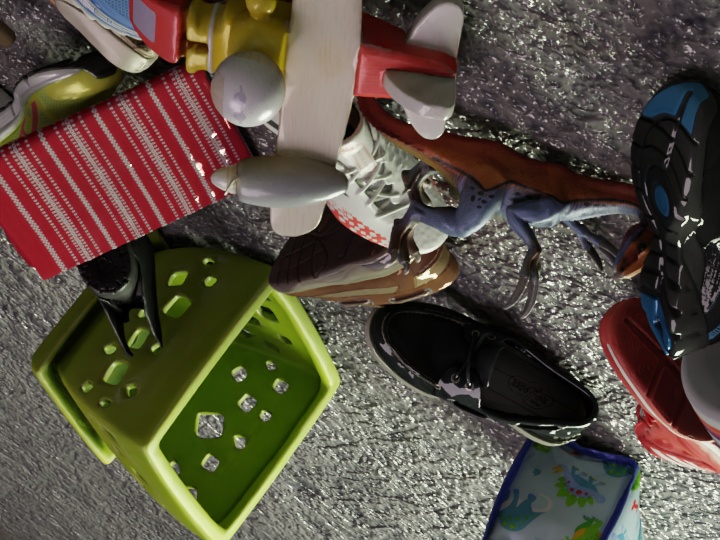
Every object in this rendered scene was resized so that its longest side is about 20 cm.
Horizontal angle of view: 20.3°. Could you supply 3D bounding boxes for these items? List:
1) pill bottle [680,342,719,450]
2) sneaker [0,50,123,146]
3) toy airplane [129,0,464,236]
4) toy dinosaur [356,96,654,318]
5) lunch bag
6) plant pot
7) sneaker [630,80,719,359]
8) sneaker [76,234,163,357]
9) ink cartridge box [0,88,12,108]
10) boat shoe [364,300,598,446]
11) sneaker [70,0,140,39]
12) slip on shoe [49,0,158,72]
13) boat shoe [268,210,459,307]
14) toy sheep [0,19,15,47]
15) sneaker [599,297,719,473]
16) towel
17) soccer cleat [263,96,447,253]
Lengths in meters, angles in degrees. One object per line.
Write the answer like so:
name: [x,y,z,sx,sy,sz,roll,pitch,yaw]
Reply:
pill bottle: [0.296,0.108,1.328,0.111,0.112,0.200,11,150,41]
sneaker: [-0.228,-0.102,1.539,0.200,0.078,0.091,-34,79,52]
toy airplane: [-0.035,-0.125,1.220,0.199,0.141,0.201,-23,108,37]
toy dinosaur: [0.104,-0.044,1.300,0.181,0.105,0.201,-12,123,31]
lunch bag: [0.159,0.260,1.700,0.127,0.201,0.170,22,155,22]
plant pot: [-0.162,0.090,1.775,0.181,0.200,0.199,26,158,32]
sneaker: [0.211,-0.038,1.208,0.201,0.081,0.073,82,169,-45]
sneaker: [-0.209,-0.033,1.646,0.060,0.201,0.104,-18,167,4]
ink cartridge box: [-0.404,-0.157,1.702,0.200,0.084,0.144,42,154,-23]
boat shoe: [0.099,0.077,1.555,0.199,0.075,0.066,33,161,-15]
sneaker: [-0.159,-0.220,1.271,0.089,0.079,0.200,6,147,50]
slip on shoe: [-0.203,-0.220,1.358,0.200,0.076,0.061,43,116,-7]
boat shoe: [0.000,0.000,1.533,0.072,0.076,0.200,40,158,-25]
toy sheep: [-0.333,-0.193,1.483,0.199,0.138,0.138,18,155,38]
sneaker: [0.214,0.094,1.450,0.200,0.079,0.115,44,153,-25]
towel: [-0.186,-0.075,1.513,0.145,0.199,0.023,61,-174,-51]
soccer cleat: [-0.006,-0.080,1.372,0.200,0.069,0.085,46,171,-21]
